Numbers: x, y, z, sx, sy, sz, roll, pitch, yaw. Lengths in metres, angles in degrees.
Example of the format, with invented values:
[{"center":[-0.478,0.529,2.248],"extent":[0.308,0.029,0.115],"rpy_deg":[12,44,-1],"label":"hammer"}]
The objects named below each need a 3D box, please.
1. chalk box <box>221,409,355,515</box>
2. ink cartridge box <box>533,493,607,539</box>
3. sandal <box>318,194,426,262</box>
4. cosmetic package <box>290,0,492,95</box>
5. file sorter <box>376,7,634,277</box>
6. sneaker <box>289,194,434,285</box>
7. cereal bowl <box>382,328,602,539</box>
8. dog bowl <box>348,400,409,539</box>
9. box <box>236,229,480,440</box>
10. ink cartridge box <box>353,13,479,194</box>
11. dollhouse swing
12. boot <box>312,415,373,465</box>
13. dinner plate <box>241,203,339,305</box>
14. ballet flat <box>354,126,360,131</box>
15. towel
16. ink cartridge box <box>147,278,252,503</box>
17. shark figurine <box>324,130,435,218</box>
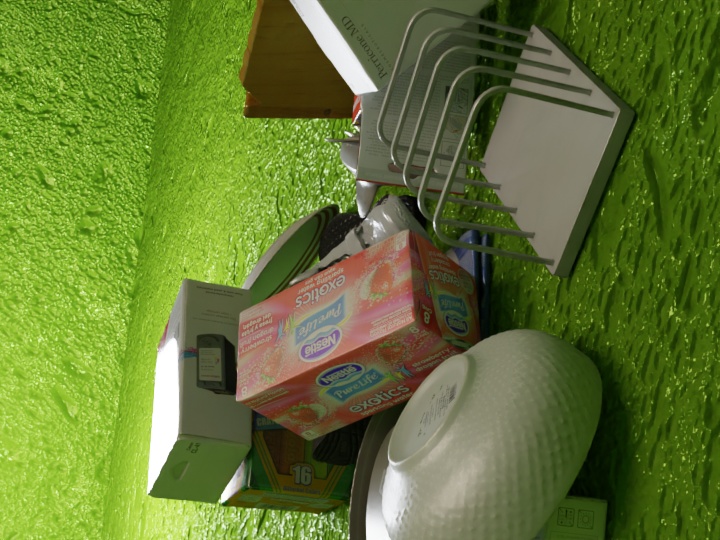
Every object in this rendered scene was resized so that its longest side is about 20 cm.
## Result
[{"center":[-0.077,0.160,1.401],"extent":[0.124,0.123,0.202],"rpy_deg":[139,136,-63],"label":"chalk box"},{"center":[0.119,0.257,0.882],"extent":[0.109,0.050,0.202],"rpy_deg":[161,116,-70],"label":"ink cartridge box"},{"center":[0.017,-0.029,1.358],"extent":[0.200,0.048,0.076],"rpy_deg":[-13,66,57],"label":"sandal"},{"center":[0.049,-0.258,1.106],"extent":[0.200,0.113,0.081],"rpy_deg":[-42,14,-11],"label":"cosmetic package"},{"center":[0.104,-0.111,1.003],"extent":[0.200,0.123,0.140],"rpy_deg":[-114,38,-59],"label":"file sorter"},{"center":[0.000,0.000,1.193],"extent":[0.115,0.075,0.200],"rpy_deg":[-39,-3,-13],"label":"sneaker"},{"center":[0.079,0.122,0.904],"extent":[0.201,0.083,0.200],"rpy_deg":[-52,12,15],"label":"cereal bowl"},{"center":[0.050,0.206,1.102],"extent":[0.200,0.058,0.202],"rpy_deg":[-169,90,-72],"label":"dog bowl"},{"center":[-0.004,0.059,1.086],"extent":[0.199,0.102,0.095],"rpy_deg":[-26,48,30],"label":"box"},{"center":[0.050,-0.169,1.183],"extent":[0.050,0.108,0.202],"rpy_deg":[132,145,-74],"label":"ink cartridge box"},{"center":[-0.052,-0.291,1.303],"extent":[0.177,0.180,0.201],"rpy_deg":[63,145,39],"label":"dollhouse swing"},{"center":[-0.002,0.092,1.233],"extent":[0.200,0.069,0.133],"rpy_deg":[-50,32,45],"label":"boot"},{"center":[-0.096,-0.005,1.510],"extent":[0.201,0.024,0.200],"rpy_deg":[-50,-9,-10],"label":"dinner plate"},{"center":[0.013,-0.236,1.401],"extent":[0.067,0.056,0.202],"rpy_deg":[126,159,-56],"label":"ballet flat"},{"center":[0.070,0.059,1.174],"extent":[0.200,0.024,0.148],"rpy_deg":[138,138,-61],"label":"towel"},{"center":[-0.176,0.134,1.382],"extent":[0.148,0.085,0.201],"rpy_deg":[122,151,-48],"label":"ink cartridge box"},{"center":[0.010,-0.101,1.289],"extent":[0.214,0.127,0.090],"rpy_deg":[-146,58,-71],"label":"shark figurine"}]
